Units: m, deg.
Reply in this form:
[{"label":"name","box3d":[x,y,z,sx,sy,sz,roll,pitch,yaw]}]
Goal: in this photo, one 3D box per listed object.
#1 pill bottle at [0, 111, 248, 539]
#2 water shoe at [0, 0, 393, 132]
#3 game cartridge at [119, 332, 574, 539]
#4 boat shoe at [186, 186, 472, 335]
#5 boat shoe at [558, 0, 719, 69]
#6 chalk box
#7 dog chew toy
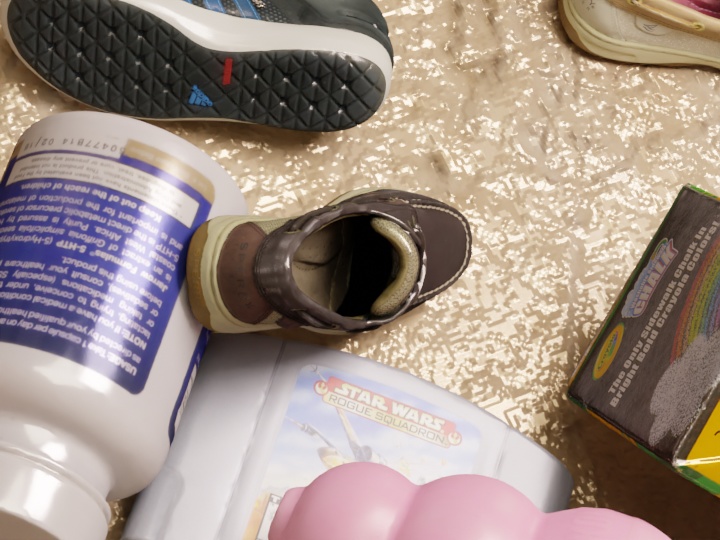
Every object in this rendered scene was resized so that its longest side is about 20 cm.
[{"label":"pill bottle","box3d":[-0.135,0.039,1.313,0.119,0.120,0.200,21,61,-4]},{"label":"water shoe","box3d":[-0.083,-0.119,1.443,0.199,0.072,0.079,13,35,-7]},{"label":"game cartridge","box3d":[-0.002,0.109,1.363,0.200,0.042,0.133,21,66,-4]},{"label":"boat shoe","box3d":[0.000,0.000,1.351,0.200,0.065,0.073,-13,104,-53]},{"label":"boat shoe","box3d":[0.209,-0.145,1.519,0.199,0.066,0.074,-2,66,-16]},{"label":"chalk box","box3d":[0.191,0.046,1.358,0.124,0.200,0.125,30,93,-17]},{"label":"dog chew toy","box3d":[0.054,0.148,1.277,0.200,0.125,0.125,24,61,6]}]
